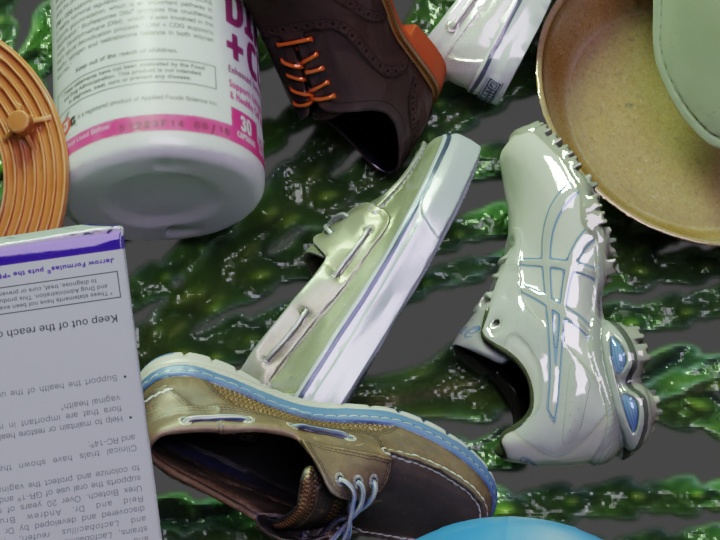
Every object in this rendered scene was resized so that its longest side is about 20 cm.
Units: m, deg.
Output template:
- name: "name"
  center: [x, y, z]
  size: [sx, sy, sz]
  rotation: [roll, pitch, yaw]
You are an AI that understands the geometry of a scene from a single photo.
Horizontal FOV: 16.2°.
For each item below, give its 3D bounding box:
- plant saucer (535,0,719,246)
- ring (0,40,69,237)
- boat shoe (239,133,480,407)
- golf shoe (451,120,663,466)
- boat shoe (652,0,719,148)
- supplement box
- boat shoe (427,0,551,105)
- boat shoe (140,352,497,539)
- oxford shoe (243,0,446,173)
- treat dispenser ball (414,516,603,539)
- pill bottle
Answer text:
- name: "plant saucer"
  center: [0.193, -0.095, 1.464]
  size: [0.200, 0.035, 0.200]
  rotation: [6, 62, -11]
- name: "ring"
  center: [-0.249, -0.042, 1.320]
  size: [0.200, 0.019, 0.201]
  rotation: [-3, 75, 13]
- name: "boat shoe"
  center: [0.000, 0.000, 1.366]
  size: [0.062, 0.072, 0.200]
  rotation: [30, 66, 1]
- name: "golf shoe"
  center: [0.093, 0.013, 1.379]
  size: [0.097, 0.078, 0.200]
  rotation: [-11, 66, -9]
- name: "boat shoe"
  center: [0.201, -0.163, 1.441]
  size: [0.061, 0.072, 0.201]
  rotation: [4, 66, -48]
- name: "supplement box"
  center: [-0.158, 0.083, 1.239]
  size: [0.103, 0.101, 0.200]
  rotation: [-9, 93, -14]
- name: "boat shoe"
  center: [0.089, -0.193, 1.478]
  size: [0.070, 0.071, 0.200]
  rotation: [26, 70, -1]
- name: "boat shoe"
  center: [-0.025, 0.108, 1.292]
  size: [0.200, 0.072, 0.072]
  rotation: [16, 28, -9]
- name: "oxford shoe"
  center: [-0.018, -0.124, 1.366]
  size: [0.071, 0.200, 0.073]
  rotation: [-3, 61, 37]
- name: "treat dispenser ball"
  center: [0.072, 0.218, 1.206]
  size: [0.201, 0.201, 0.201]
  rotation: [4, 65, -9]
- name: "pill bottle"
  center: [-0.112, -0.127, 1.379]
  size: [0.113, 0.113, 0.200]
  rotation: [1, 65, -11]
